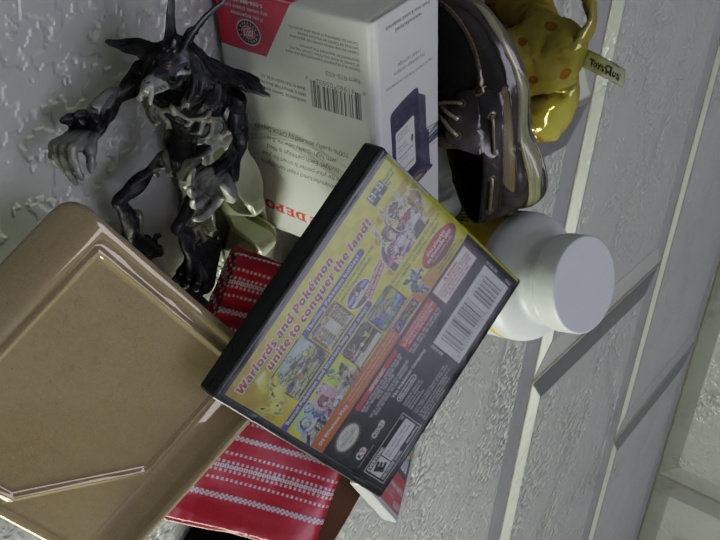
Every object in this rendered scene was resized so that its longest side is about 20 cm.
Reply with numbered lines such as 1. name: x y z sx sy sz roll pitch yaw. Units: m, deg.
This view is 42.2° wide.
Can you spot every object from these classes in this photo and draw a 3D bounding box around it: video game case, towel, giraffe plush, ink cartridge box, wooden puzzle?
1. video game case: 0.009 0.042 0.671 0.181 0.025 0.200 39 82 -37
2. video game case: 0.040 0.138 0.939 0.143 0.017 0.201 62 40 -59
3. towel: -0.065 0.099 0.688 0.144 0.022 0.201 21 87 -20
4. giraffe plush: 0.133 -0.196 0.925 0.161 0.200 0.174 -18 112 -21
5. ink cartridge box: -0.021 -0.121 0.706 0.084 0.144 0.201 -41 141 -38
6. wooden puzzle: -0.177 0.081 0.603 0.185 0.037 0.200 -48 124 -6

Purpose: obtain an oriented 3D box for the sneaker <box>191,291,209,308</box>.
1. sneaker: -0.174 0.110 0.682 0.115 0.075 0.201 6 105 -58

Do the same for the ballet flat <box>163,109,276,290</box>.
1. ballet flat: -0.098 -0.044 0.713 0.072 0.072 0.201 -49 146 -31

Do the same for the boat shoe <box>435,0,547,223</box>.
1. boat shoe: 0.087 -0.119 0.722 0.073 0.074 0.201 -36 121 -17

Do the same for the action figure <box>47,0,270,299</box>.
1. action figure: -0.125 -0.071 0.597 0.102 0.118 0.201 -63 166 -55

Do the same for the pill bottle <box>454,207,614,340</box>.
1. pill bottle: 0.120 0.001 0.830 0.112 0.200 0.113 -6 100 -38

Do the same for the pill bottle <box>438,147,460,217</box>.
1. pill bottle: 0.039 -0.142 0.797 0.112 0.112 0.201 -34 127 -45

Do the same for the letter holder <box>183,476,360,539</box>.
1. letter holder: -0.067 0.239 0.922 0.200 0.100 0.142 -57 151 -20
